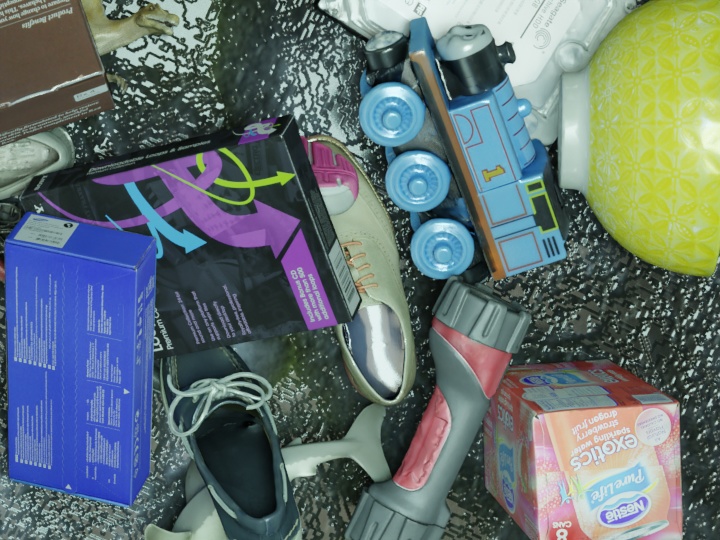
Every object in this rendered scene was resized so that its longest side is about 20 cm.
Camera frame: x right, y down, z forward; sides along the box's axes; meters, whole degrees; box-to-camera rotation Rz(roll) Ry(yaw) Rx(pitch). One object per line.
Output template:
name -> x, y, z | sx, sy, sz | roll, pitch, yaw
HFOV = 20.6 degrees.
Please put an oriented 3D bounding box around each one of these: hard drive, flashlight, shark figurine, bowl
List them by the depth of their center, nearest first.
bowl -> 0.191, -0.096, 1.367 | 0.107, 0.200, 0.202 | 0, 96, 4
flashlight -> 0.049, 0.106, 1.375 | 0.068, 0.068, 0.201 | 19, 100, -43
shark figurine -> -0.083, 0.152, 1.415 | 0.214, 0.090, 0.128 | -39, 133, 6
hard drive -> 0.085, -0.193, 1.417 | 0.199, 0.038, 0.140 | 33, 91, -10

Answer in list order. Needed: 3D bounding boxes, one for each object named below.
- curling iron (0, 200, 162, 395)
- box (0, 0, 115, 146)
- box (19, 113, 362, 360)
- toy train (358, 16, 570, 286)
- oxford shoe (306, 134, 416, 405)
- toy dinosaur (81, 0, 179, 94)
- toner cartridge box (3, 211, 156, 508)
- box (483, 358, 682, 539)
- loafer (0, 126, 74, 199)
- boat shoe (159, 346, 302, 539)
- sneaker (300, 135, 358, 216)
curling iron -> -0.206, 0.023, 1.407 | 0.200, 0.026, 0.050 | 44, 92, -9
box -> -0.241, -0.193, 1.323 | 0.099, 0.075, 0.202 | -18, 74, -4
box -> -0.115, -0.014, 1.331 | 0.198, 0.036, 0.144 | -11, 116, 21
toy train -> 0.072, -0.084, 1.383 | 0.113, 0.087, 0.201 | -18, 113, 9
oxford shoe -> 0.000, 0.000, 1.406 | 0.070, 0.074, 0.202 | -21, 97, -2
toy dinosaur -> -0.225, -0.166, 1.381 | 0.198, 0.058, 0.102 | 14, 77, 4
toner cartridge box -> -0.191, 0.063, 1.351 | 0.094, 0.043, 0.201 | 13, 123, 10
box -> 0.149, 0.124, 1.374 | 0.102, 0.200, 0.096 | -3, 96, -7
loafer -> -0.297, -0.074, 1.364 | 0.198, 0.070, 0.071 | -10, 97, -6
boat shoe -> -0.093, 0.108, 1.358 | 0.074, 0.062, 0.201 | -14, 53, -8
sneaker -> -0.092, -0.036, 1.383 | 0.198, 0.082, 0.089 | -8, 118, 17
